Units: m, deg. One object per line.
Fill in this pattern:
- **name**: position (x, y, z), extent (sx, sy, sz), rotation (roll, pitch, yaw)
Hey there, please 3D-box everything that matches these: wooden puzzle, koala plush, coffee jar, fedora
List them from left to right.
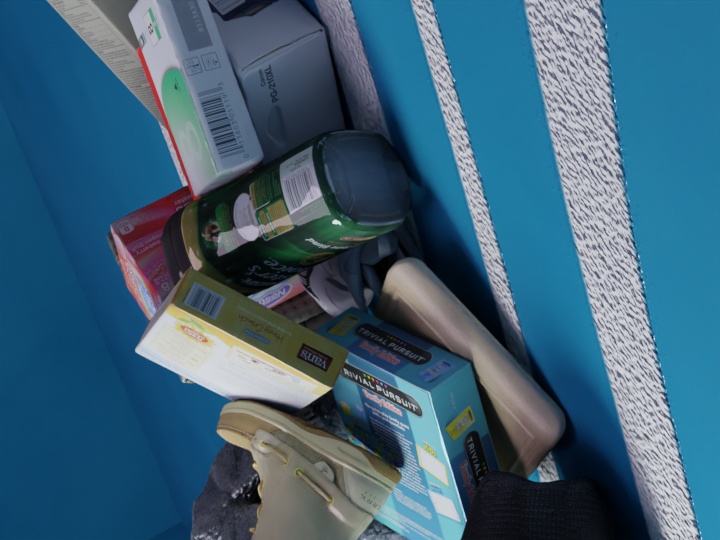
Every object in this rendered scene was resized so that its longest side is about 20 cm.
- **coffee jar**: position (-0.063, -0.040, 1.514), extent (0.200, 0.104, 0.085), rotation (-24, 78, 39)
- **koala plush**: position (-0.030, 0.231, 1.720), extent (0.200, 0.184, 0.178), rotation (30, -136, -38)
- **wooden puzzle**: position (0.081, 0.088, 1.529), extent (0.185, 0.037, 0.200), rotation (47, 158, 10)
- **fedora**: position (0.135, 0.200, 1.433), extent (0.201, 0.200, 0.092), rotation (131, 144, -75)

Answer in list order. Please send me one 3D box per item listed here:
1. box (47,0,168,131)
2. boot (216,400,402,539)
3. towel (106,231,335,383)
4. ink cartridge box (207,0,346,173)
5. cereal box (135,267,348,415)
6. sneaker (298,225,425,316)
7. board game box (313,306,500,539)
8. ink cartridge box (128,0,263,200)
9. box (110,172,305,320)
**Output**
- **box**: position (-0.192, -0.216, 1.747), extent (0.200, 0.078, 0.095), rotation (48, 160, -22)
- **boot**: position (-0.073, 0.200, 1.568), extent (0.200, 0.156, 0.073), rotation (18, 167, 42)
- **towel**: position (-0.112, -0.002, 1.763), extent (0.193, 0.200, 0.035), rotation (56, 164, 35)
- **ink cartridge box**: position (-0.098, -0.181, 1.603), extent (0.200, 0.084, 0.145), rotation (50, 161, 41)
- **cereal box**: position (-0.101, 0.066, 1.551), extent (0.144, 0.040, 0.200), rotation (28, 162, -8)
- **sneaker**: position (0.000, 0.000, 1.616), extent (0.115, 0.075, 0.200), rotation (55, 162, 34)
- **board game box**: position (0.048, 0.141, 1.540), extent (0.151, 0.047, 0.200), rotation (25, 140, 48)
- **ink cartridge box**: position (-0.152, -0.136, 1.566), extent (0.200, 0.050, 0.161), rotation (-29, 81, 65)
- **box**: position (-0.108, -0.024, 1.698), extent (0.103, 0.200, 0.095), rotation (51, 161, 33)
